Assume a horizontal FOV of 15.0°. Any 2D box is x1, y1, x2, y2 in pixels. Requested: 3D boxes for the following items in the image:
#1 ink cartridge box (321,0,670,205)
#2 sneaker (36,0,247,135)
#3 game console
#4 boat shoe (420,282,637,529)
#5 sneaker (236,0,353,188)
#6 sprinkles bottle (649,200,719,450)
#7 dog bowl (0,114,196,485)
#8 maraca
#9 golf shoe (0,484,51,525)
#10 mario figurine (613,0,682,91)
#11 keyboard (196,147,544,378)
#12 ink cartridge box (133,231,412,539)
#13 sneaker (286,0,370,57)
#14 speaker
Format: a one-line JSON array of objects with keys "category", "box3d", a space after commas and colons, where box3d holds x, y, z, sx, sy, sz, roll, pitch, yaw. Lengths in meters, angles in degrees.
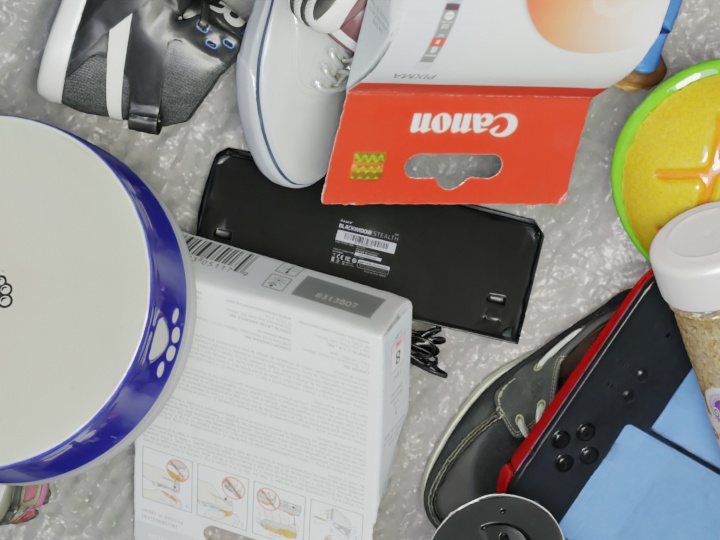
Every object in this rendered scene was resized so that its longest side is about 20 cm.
[{"category": "ink cartridge box", "box3d": [0.076, -0.113, 1.465, 0.162, 0.050, 0.200, -1, 119, -27]}, {"category": "sneaker", "box3d": [-0.103, -0.175, 1.559, 0.112, 0.073, 0.200, 19, 109, -1]}, {"category": "game console", "box3d": [0.191, 0.109, 1.555, 0.200, 0.031, 0.177, 30, 104, -27]}, {"category": "boat shoe", "box3d": [0.110, 0.082, 1.580, 0.200, 0.068, 0.072, -42, 95, 12]}, {"category": "sneaker", "box3d": [-0.020, -0.138, 1.534, 0.071, 0.073, 0.200, 25, 116, 45]}, {"category": "sprinkles bottle", "box3d": [0.217, 0.060, 1.488, 0.068, 0.068, 0.200, -19, 120, 8]}, {"category": "dog bowl", "box3d": [-0.196, 0.017, 1.513, 0.200, 0.079, 0.200, -2, 81, 13]}, {"category": "maraca", "box3d": [0.227, -0.037, 1.532, 0.137, 0.107, 0.200, -43, 116, 17]}, {"category": "golf shoe", "box3d": [-0.230, 0.057, 1.586, 0.073, 0.092, 0.200, 4, 100, 45]}, {"category": "mario figurine", "box3d": [0.182, -0.203, 1.533, 0.123, 0.106, 0.200, 17, 116, -34]}, {"category": "keyboard", "box3d": [0.000, 0.000, 1.599, 0.200, 0.040, 0.104, 14, 77, 4]}, {"category": "ink cartridge box", "box3d": [-0.054, 0.087, 1.584, 0.162, 0.057, 0.200, 16, 128, 21]}, {"category": "sneaker", "box3d": [0.059, -0.185, 1.486, 0.200, 0.076, 0.116, -45, 128, 4]}, {"category": "speaker", "box3d": [0.098, 0.204, 1.533, 0.081, 0.200, 0.081, -9, 56, 13]}]
